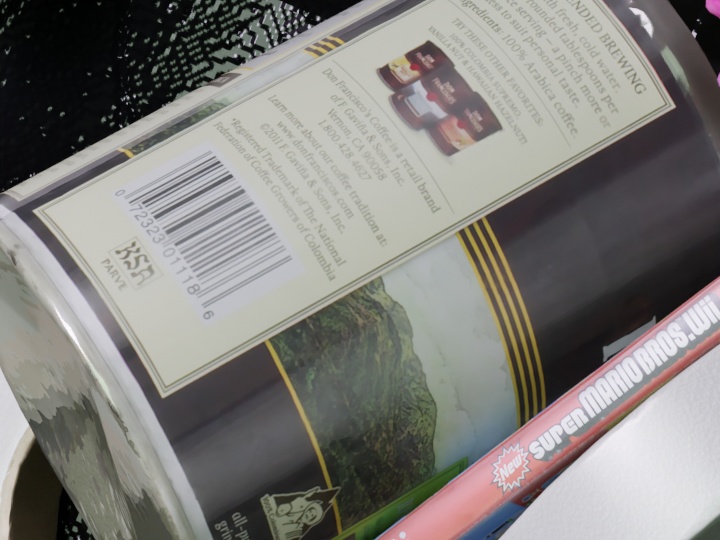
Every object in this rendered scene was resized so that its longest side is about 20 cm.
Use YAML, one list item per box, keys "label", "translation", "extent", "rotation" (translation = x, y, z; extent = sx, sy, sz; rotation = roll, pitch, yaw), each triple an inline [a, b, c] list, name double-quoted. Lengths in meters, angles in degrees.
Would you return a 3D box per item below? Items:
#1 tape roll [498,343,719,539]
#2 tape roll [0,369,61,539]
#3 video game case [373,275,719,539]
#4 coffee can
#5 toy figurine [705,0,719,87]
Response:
- label: "tape roll"
  translation: [0.105, 0.069, 0.703]
  extent: [0.203, 0.203, 0.037]
  rotation: [-44, 69, 11]
- label: "tape roll"
  translation: [-0.070, 0.086, 0.854]
  extent: [0.202, 0.037, 0.204]
  rotation: [-4, 80, 22]
- label: "video game case"
  translation: [0.097, 0.045, 0.740]
  extent: [0.200, 0.143, 0.017]
  rotation: [-39, 67, 13]
- label: "coffee can"
  translation: [0.000, 0.000, 0.742]
  extent: [0.200, 0.147, 0.147]
  rotation: [-29, 69, -16]
- label: "toy figurine"
  translation: [0.153, -0.105, 0.681]
  extent: [0.150, 0.200, 0.184]
  rotation: [45, 60, -7]
